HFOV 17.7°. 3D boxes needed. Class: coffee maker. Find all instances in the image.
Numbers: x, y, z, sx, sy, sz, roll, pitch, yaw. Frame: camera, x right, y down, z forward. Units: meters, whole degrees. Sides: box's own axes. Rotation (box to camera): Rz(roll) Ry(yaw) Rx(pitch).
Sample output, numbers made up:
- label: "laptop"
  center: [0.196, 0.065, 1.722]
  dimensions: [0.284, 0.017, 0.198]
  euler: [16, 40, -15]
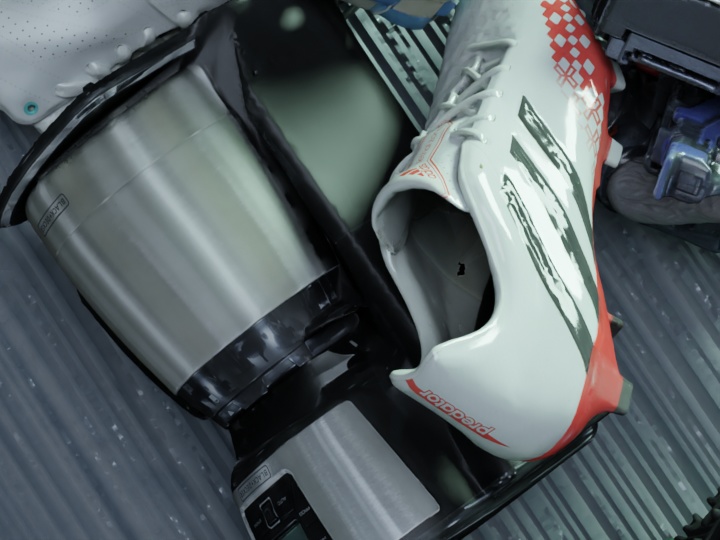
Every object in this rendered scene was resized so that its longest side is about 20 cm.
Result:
- label: "coffee maker"
  center: [0.000, 0.000, 0.836]
  dimensions: [0.192, 0.135, 0.201]
  euler: [-36, 85, -13]

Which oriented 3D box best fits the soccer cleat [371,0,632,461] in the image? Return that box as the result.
- label: "soccer cleat"
  center: [0.042, -0.031, 0.769]
  dimensions: [0.085, 0.068, 0.201]
  euler: [22, 51, -32]

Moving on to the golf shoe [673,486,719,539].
- label: "golf shoe"
  center: [0.128, 0.145, 0.711]
  dimensions: [0.094, 0.078, 0.201]
  euler: [31, 58, -12]

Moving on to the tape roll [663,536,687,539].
- label: "tape roll"
  center: [0.127, 0.201, 0.853]
  dimensions: [0.198, 0.048, 0.202]
  euler: [1, 78, -6]

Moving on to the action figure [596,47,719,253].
- label: "action figure"
  center: [0.140, -0.021, 0.859]
  dimensions: [0.193, 0.200, 0.105]
  euler: [33, 118, 8]

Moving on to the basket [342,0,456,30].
- label: "basket"
  center: [0.027, -0.196, 0.787]
  dimensions: [0.138, 0.200, 0.177]
  euler: [22, 38, -26]

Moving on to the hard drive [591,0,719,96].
- label: "hard drive"
  center: [0.158, -0.107, 0.852]
  dimensions: [0.139, 0.200, 0.038]
  euler: [22, 118, -1]

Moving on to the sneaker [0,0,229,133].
- label: "sneaker"
  center: [-0.104, -0.092, 0.881]
  dimensions: [0.198, 0.075, 0.089]
  euler: [-7, 85, 2]
